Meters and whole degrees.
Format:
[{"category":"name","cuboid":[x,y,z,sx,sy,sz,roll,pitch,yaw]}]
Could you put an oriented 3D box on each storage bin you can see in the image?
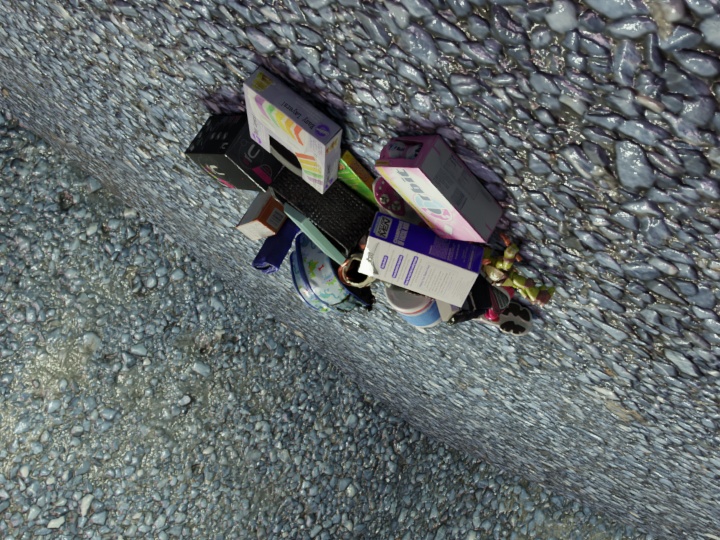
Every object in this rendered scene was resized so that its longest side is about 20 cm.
[{"category":"storage bin","cuboid":[-0.074,-0.130,1.586,0.199,0.094,0.135,38,174,2]}]

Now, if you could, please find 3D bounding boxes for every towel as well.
[{"category":"towel","cuboid":[-0.159,-0.085,1.769,0.049,0.202,0.147,33,167,-18]}]

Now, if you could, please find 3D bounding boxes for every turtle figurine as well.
[{"category":"turtle figurine","cuboid":[0.263,0.004,1.418,0.160,0.065,0.200,34,166,-5]}]

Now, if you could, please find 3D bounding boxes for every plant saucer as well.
[{"category":"plant saucer","cuboid":[-0.089,-0.068,1.612,0.070,0.019,0.200,36,175,35]}]

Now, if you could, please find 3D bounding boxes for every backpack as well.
[{"category":"backpack","cuboid":[-0.076,-0.002,1.812,0.145,0.185,0.200,-22,151,17]}]

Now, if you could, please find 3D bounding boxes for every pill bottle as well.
[{"category":"pill bottle","cuboid":[0.130,0.063,1.786,0.111,0.113,0.200,26,171,25]}]

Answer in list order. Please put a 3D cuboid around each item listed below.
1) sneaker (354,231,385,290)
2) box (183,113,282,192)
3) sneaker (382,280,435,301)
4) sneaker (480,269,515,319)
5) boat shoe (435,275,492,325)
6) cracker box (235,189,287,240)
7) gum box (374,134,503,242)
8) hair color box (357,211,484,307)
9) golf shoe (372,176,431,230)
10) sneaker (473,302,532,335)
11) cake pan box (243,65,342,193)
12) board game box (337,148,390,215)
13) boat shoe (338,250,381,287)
[{"category":"sneaker","cuboid":[0.019,-0.033,1.773,0.199,0.091,0.070,38,165,-21]},{"category":"box","cuboid":[-0.254,-0.242,1.649,0.122,0.107,0.199,41,163,-33]},{"category":"sneaker","cuboid":[0.137,0.030,1.585,0.116,0.076,0.199,47,-149,24]},{"category":"sneaker","cuboid":[0.204,0.015,1.564,0.199,0.075,0.081,33,166,2]},{"category":"boat shoe","cuboid":[0.179,0.003,1.506,0.091,0.203,0.075,-6,159,-19]},{"category":"cracker box","cuboid":[-0.202,-0.142,1.805,0.057,0.135,0.200,36,166,-18]},{"category":"gum box","cuboid":[0.122,-0.132,1.273,0.200,0.067,0.113,43,161,-32]},{"category":"hair color box","cuboid":[0.103,-0.018,1.398,0.197,0.065,0.110,18,144,0]},{"category":"golf shoe","cuboid":[0.102,-0.105,1.432,0.199,0.076,0.092,40,180,-16]},{"category":"sneaker","cuboid":[0.261,0.084,1.669,0.198,0.081,0.083,30,173,14]},{"category":"cake pan box","cuboid":[-0.119,-0.241,1.412,0.184,0.052,0.200,41,163,9]},{"category":"board game box","cuboid":[-0.010,-0.170,1.514,0.095,0.030,0.200,18,162,50]},{"category":"boat shoe","cuboid":[0.000,0.000,1.542,0.199,0.062,0.072,-10,97,63]}]
